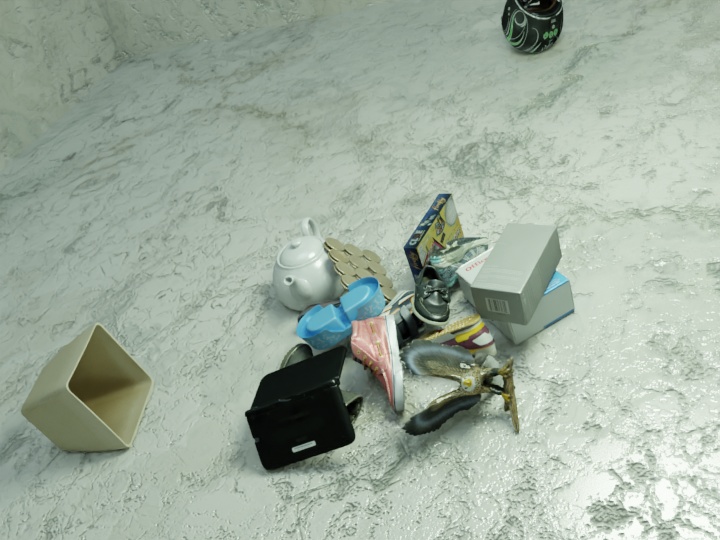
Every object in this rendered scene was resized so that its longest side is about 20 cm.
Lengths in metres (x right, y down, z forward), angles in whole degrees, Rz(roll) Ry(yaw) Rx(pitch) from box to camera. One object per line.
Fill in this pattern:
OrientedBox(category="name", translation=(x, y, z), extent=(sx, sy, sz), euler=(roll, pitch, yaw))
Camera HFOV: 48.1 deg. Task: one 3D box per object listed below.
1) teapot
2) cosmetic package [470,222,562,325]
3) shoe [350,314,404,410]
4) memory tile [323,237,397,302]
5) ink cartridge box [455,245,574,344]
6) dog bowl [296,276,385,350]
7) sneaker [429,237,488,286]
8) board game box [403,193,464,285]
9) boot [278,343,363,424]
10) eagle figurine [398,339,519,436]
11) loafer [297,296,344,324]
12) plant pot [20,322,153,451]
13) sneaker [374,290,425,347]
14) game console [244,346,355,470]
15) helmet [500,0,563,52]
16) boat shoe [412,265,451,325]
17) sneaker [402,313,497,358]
OrientedBox(category="teapot", translation=(-0.125, -0.015, 1.880), extent=(0.197, 0.146, 0.200), euler=(-36, 35, -20))
OrientedBox(category="cosmetic package", translation=(0.298, 0.001, 1.530), extent=(0.107, 0.090, 0.200), euler=(8, 43, 35))
OrientedBox(category="shoe", translation=(0.032, 0.179, 1.547), extent=(0.091, 0.072, 0.201), euler=(-7, 57, 0))
OrientedBox(category="memory tile", translation=(0.000, 0.000, 1.806), extent=(0.017, 0.153, 0.200), euler=(-59, 31, 25))
OrientedBox(category="ink cartridge box", translation=(0.308, 0.038, 1.621), extent=(0.145, 0.084, 0.200), euler=(-30, 36, -10))
OrientedBox(category="dog bowl", translation=(-0.036, 0.092, 1.660), extent=(0.200, 0.050, 0.112), euler=(-33, 25, 4))
OrientedBox(category="sneaker", translation=(0.218, -0.020, 1.766), extent=(0.077, 0.087, 0.200), euler=(-1, 16, 40))
OrientedBox(category="board game box", translation=(0.167, -0.058, 1.787), extent=(0.035, 0.136, 0.200), euler=(4, 41, 33))
OrientedBox(category="boot", translation=(-0.081, 0.231, 1.582), extent=(0.200, 0.073, 0.182), euler=(1, 53, 40))
OrientedBox(category="eagle figurine", translation=(0.171, 0.200, 1.413), extent=(0.199, 0.151, 0.152), euler=(-6, 47, 10))
OrientedBox(category="loafer", translation=(-0.042, 0.084, 1.768), extent=(0.199, 0.072, 0.063), euler=(-10, 31, 21))
OrientedBox(category="plant pot", translation=(-0.592, 0.270, 1.720), extent=(0.177, 0.200, 0.200), euler=(-23, 32, 20))
OrientedBox(category="sneaker", translation=(0.079, 0.109, 1.655), extent=(0.079, 0.079, 0.200), euler=(2, 39, 40))
OrientedBox(category="game console", translation=(-0.102, 0.258, 1.518), extent=(0.200, 0.176, 0.116), euler=(-23, -8, 21))
OrientedBox(category="helmet", translation=(0.538, -0.782, 2.535), extent=(0.199, 0.191, 0.201), euler=(1, 64, -3))
OrientedBox(category="boat shoe", translation=(0.146, 0.045, 1.616), extent=(0.074, 0.066, 0.199), euler=(11, 21, 0))
OrientedBox(category="sneaker", translation=(0.167, 0.157, 1.549), extent=(0.200, 0.090, 0.075), euler=(-27, 4, 42))
